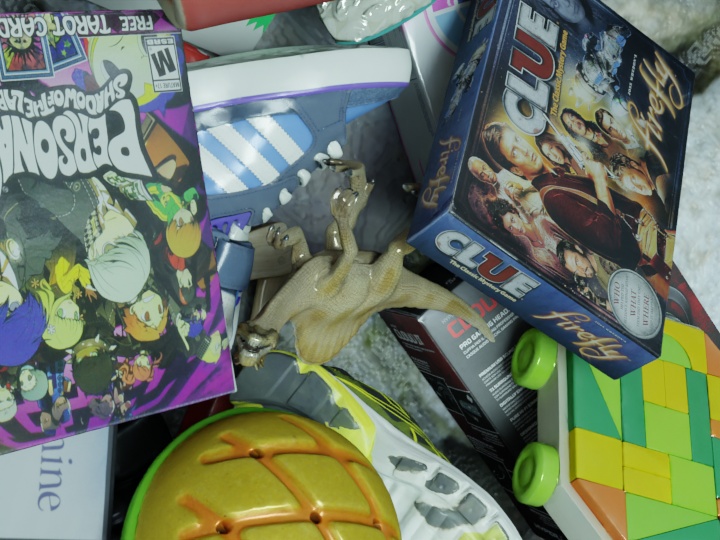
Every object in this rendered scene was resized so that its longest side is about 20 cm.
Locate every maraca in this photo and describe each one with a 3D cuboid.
[{"bbox_3d":[-0.048,0.147,0.646,0.137,0.107,0.200,29,48,-7],"label":"maraca"}]

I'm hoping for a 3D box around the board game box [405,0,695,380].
[{"bbox_3d":[0.104,-0.062,0.743,0.135,0.035,0.200,32,50,-21],"label":"board game box"}]

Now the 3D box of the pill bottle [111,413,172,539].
[{"bbox_3d":[-0.105,0.176,0.769,0.112,0.112,0.200,-26,100,-16],"label":"pill bottle"}]

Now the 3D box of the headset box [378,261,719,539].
[{"bbox_3d":[0.119,0.042,0.857,0.149,0.077,0.200,-38,104,-13],"label":"headset box"}]

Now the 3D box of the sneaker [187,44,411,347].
[{"bbox_3d":[-0.061,-0.034,0.747,0.200,0.081,0.147,-13,104,-21],"label":"sneaker"}]

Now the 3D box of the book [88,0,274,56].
[{"bbox_3d":[-0.125,-0.192,0.743,0.200,0.134,0.048,20,52,-17],"label":"book"}]

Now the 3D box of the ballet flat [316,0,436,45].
[{"bbox_3d":[0.048,-0.198,0.754,0.200,0.072,0.072,-39,103,-17],"label":"ballet flat"}]

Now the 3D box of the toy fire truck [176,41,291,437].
[{"bbox_3d":[-0.088,-0.010,0.800,0.141,0.049,0.200,27,83,-18],"label":"toy fire truck"}]

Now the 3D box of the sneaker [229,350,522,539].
[{"bbox_3d":[0.025,0.110,0.753,0.200,0.085,0.074,45,106,13],"label":"sneaker"}]

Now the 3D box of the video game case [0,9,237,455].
[{"bbox_3d":[-0.149,-0.016,0.612,0.200,0.036,0.182,-11,95,-44],"label":"video game case"}]

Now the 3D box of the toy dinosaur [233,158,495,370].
[{"bbox_3d":[0.000,0.000,0.727,0.200,0.058,0.101,-7,117,-50],"label":"toy dinosaur"}]

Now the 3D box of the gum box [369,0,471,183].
[{"bbox_3d":[0.063,-0.155,0.834,0.113,0.066,0.200,-21,98,-16],"label":"gum box"}]

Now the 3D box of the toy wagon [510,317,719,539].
[{"bbox_3d":[0.155,0.112,0.765,0.155,0.040,0.200,17,53,-18],"label":"toy wagon"}]

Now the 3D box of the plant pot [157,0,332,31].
[{"bbox_3d":[-0.026,-0.201,0.618,0.177,0.200,0.201,-25,100,-7],"label":"plant pot"}]

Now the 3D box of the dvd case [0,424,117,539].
[{"bbox_3d":[-0.187,0.045,0.607,0.200,0.018,0.143,11,75,-43],"label":"dvd case"}]
